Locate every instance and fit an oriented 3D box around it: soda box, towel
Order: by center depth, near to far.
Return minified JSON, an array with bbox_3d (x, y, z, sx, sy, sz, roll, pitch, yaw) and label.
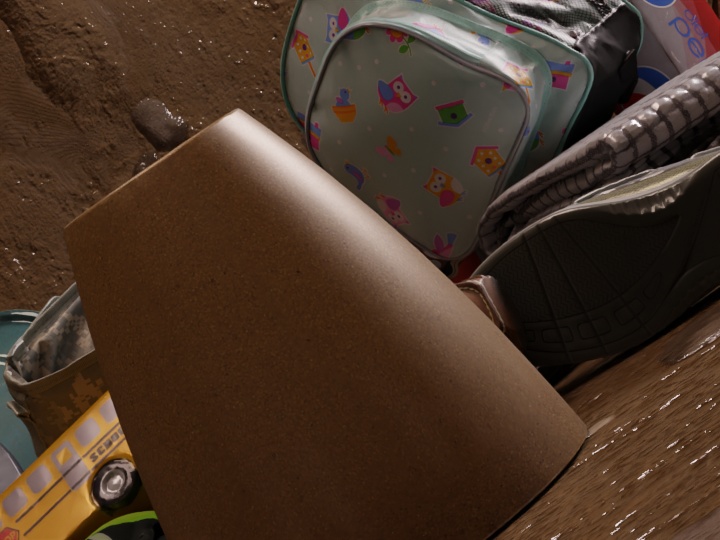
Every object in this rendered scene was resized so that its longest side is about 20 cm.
[{"bbox_3d":[0.175,-0.056,1.311,0.165,0.086,0.200,-34,1,-26],"label":"towel"},{"bbox_3d":[0.180,-0.146,1.473,0.063,0.200,0.070,-31,4,46],"label":"soda box"}]

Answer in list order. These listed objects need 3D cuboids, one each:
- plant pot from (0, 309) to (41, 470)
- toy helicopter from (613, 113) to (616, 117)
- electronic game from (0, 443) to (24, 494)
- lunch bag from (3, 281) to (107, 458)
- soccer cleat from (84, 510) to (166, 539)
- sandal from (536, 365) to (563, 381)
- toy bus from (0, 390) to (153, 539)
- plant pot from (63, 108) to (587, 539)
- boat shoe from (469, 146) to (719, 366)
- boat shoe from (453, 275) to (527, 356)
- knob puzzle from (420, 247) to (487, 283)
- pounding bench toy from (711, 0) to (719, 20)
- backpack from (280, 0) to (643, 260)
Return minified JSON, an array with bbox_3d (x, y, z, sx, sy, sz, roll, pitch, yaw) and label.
[{"bbox_3d":[-0.275,0.167,1.765,0.200,0.200,0.196,-31,13,43],"label":"plant pot"},{"bbox_3d":[0.146,-0.129,1.550,0.079,0.199,0.133,154,131,-69],"label":"toy helicopter"},{"bbox_3d":[-0.306,0.200,1.615,0.200,0.200,0.042,-34,-30,13],"label":"electronic game"},{"bbox_3d":[-0.130,0.076,1.539,0.200,0.164,0.117,-36,36,-21],"label":"lunch bag"},{"bbox_3d":[-0.140,0.177,1.269,0.081,0.068,0.200,-18,11,29],"label":"soccer cleat"},{"bbox_3d":[0.019,0.069,1.214,0.200,0.048,0.075,-28,20,17],"label":"sandal"},{"bbox_3d":[-0.169,0.150,1.400,0.200,0.078,0.065,-44,-41,1],"label":"toy bus"},{"bbox_3d":[-0.033,0.038,1.007,0.186,0.200,0.186,-34,4,3],"label":"plant pot"},{"bbox_3d":[0.145,-0.014,1.133,0.201,0.075,0.065,-30,-1,16],"label":"boat shoe"},{"bbox_3d":[-0.006,0.076,1.134,0.200,0.076,0.074,-42,-27,26],"label":"boat shoe"},{"bbox_3d":[0.000,0.000,1.444,0.219,0.219,0.031,-37,-36,-38],"label":"knob puzzle"},{"bbox_3d":[0.239,-0.159,1.651,0.199,0.157,0.124,-6,4,8],"label":"pounding bench toy"},{"bbox_3d":[0.046,-0.117,1.435,0.153,0.200,0.176,-34,-27,-44],"label":"backpack"}]
